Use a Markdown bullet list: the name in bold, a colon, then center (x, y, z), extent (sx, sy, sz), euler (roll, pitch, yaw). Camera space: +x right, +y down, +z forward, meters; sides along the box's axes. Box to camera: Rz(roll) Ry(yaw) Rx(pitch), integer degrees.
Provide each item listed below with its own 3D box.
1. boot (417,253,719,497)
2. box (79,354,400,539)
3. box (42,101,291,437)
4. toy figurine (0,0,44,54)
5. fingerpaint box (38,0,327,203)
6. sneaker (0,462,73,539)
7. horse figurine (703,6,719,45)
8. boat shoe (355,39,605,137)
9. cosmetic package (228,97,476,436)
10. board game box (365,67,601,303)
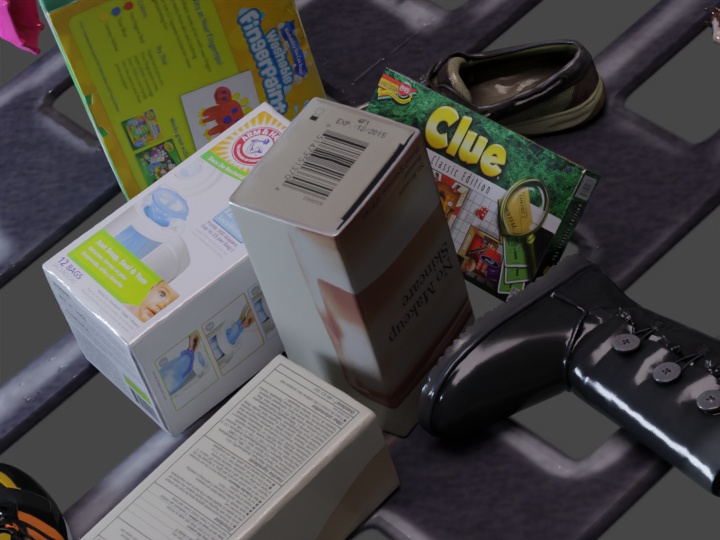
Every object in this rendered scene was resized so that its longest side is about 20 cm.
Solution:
- **boot**: center (0.158, 0.088, 1.563), extent (0.165, 0.066, 0.200), euler (-42, 54, -18)
- **box**: center (-0.080, 0.157, 1.559), extent (0.200, 0.078, 0.095), euler (-42, 50, -21)
- **box**: center (-0.095, -0.003, 1.694), extent (0.200, 0.101, 0.112), euler (-37, 49, -17)
- **toy figurine**: center (-0.202, -0.221, 1.928), extent (0.184, 0.150, 0.200), euler (15, 32, 40)
- **fingerpaint box**: center (-0.126, -0.162, 1.782), extent (0.167, 0.200, 0.073), euler (-25, 45, -4)
- **sneaker**: center (-0.220, 0.180, 1.574), extent (0.070, 0.090, 0.200), euler (-22, 46, -3)
- **horse figurine**: center (0.343, -0.166, 1.731), extent (0.200, 0.050, 0.133), euler (-18, 28, 13)
- **boat shoe**: center (0.071, -0.125, 1.778), extent (0.200, 0.065, 0.073), euler (-16, 48, 5)
- **cosmetic package**: center (0.000, 0.000, 1.594), extent (0.087, 0.200, 0.103), euler (20, 58, 30)
- **board game box**: center (0.066, -0.056, 1.694), extent (0.200, 0.023, 0.105), euler (30, 96, 41)
